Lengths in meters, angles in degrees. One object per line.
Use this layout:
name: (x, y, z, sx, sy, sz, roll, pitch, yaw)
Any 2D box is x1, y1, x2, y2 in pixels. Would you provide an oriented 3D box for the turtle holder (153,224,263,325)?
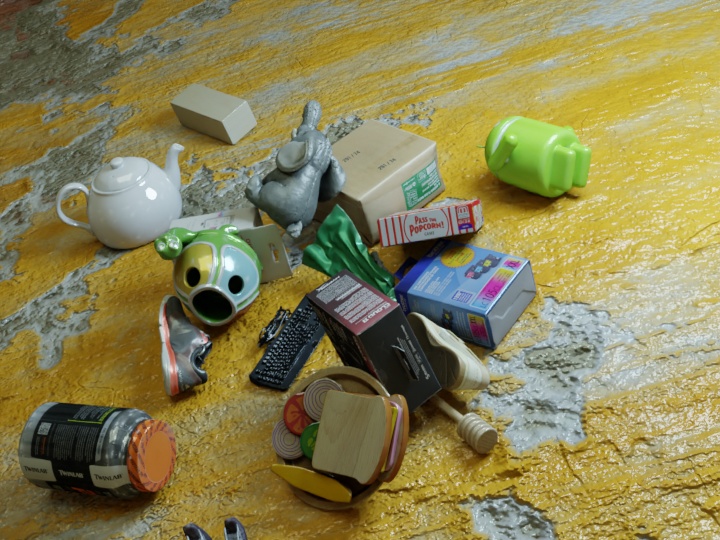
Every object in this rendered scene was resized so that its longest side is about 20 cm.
turtle holder: (-0.237, 0.003, 1.666, 0.139, 0.187, 0.132, -10, 35, 8)

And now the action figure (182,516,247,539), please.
action figure: (-0.158, 0.390, 1.238, 0.128, 0.070, 0.201, -17, 39, -8)

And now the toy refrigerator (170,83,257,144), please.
toy refrigerator: (-0.317, -0.337, 2.240, 0.199, 0.070, 0.076, 24, 59, 42)

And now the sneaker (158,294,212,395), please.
sneaker: (-0.275, 0.117, 1.646, 0.081, 0.078, 0.201, -7, 44, -8)

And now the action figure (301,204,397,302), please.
action figure: (0.000, 0.000, 1.663, 0.054, 0.119, 0.200, 0, 36, -51)

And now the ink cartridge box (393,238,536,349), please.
ink cartridge box: (0.146, 0.029, 1.574, 0.198, 0.077, 0.137, 13, 46, 37)

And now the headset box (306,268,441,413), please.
headset box: (0.020, 0.101, 1.432, 0.077, 0.150, 0.200, -35, 26, -14)

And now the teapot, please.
teapot: (-0.447, -0.147, 1.980, 0.195, 0.147, 0.201, 6, 43, 29)

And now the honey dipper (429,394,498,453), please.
honey dipper: (0.115, 0.184, 1.421, 0.038, 0.038, 0.200, -30, 35, -17)

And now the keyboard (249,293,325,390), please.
keyboard: (-0.114, 0.099, 1.618, 0.103, 0.040, 0.201, 6, 42, 27)

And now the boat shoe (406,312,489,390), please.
boat shoe: (0.117, 0.119, 1.482, 0.064, 0.073, 0.200, 14, 11, -27)

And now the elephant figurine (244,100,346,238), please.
elephant figurine: (-0.094, -0.174, 1.734, 0.155, 0.141, 0.201, 38, 94, 8)

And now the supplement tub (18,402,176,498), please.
supplement tub: (-0.366, 0.251, 1.453, 0.197, 0.124, 0.123, 1, 40, 24)

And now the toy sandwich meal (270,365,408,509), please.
toy sandwich meal: (-0.034, 0.215, 1.343, 0.203, 0.070, 0.208, -8, 72, 24)

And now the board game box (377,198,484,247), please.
board game box: (0.117, -0.077, 1.663, 0.149, 0.047, 0.200, -9, 4, 10)

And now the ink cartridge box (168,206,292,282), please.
ink cartridge box: (-0.219, -0.037, 1.770, 0.197, 0.118, 0.068, -8, 37, 11)

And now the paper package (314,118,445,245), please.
paper package: (0.018, -0.159, 1.843, 0.199, 0.104, 0.190, -37, 42, -26)

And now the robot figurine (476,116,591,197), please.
robot figurine: (0.294, -0.195, 1.764, 0.174, 0.117, 0.199, -15, 28, -38)
